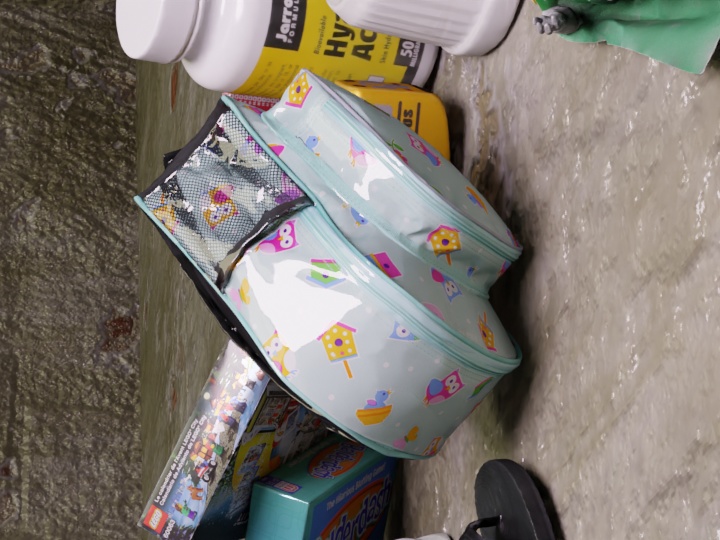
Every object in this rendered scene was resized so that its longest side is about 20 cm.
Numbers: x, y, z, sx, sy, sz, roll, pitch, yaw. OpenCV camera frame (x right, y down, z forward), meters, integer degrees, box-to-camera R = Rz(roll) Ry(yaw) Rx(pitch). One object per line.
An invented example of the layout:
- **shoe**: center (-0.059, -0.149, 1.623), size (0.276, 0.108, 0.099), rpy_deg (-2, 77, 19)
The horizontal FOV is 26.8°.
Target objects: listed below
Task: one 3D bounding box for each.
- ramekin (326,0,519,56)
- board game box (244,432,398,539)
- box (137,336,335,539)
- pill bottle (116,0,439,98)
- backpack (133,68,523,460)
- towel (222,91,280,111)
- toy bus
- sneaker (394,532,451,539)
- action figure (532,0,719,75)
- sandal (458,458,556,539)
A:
- **ramekin**: center (0.034, -0.231, 0.904), size (0.202, 0.094, 0.203), rpy_deg (-178, 90, -77)
- **board game box**: center (-0.036, 0.220, 1.043), size (0.152, 0.045, 0.201), rpy_deg (-24, -53, -62)
- **box**: center (-0.061, 0.109, 1.004), size (0.137, 0.038, 0.200), rpy_deg (-63, -18, 4)
- **pill bottle**: center (-0.055, -0.170, 1.006), size (0.111, 0.199, 0.112), rpy_deg (-7, 82, 59)
- **backpack**: center (0.000, 0.000, 0.831), size (0.153, 0.176, 0.200), rpy_deg (-40, 57, 14)
- **towel**: center (-0.040, -0.114, 1.104), size (0.022, 0.144, 0.201), rpy_deg (13, 101, 57)
- **toy bus**: center (0.016, -0.019, 0.982), size (0.065, 0.078, 0.201), rpy_deg (-136, 49, -73)
- **sneaker**: center (0.000, 0.240, 1.002), size (0.074, 0.088, 0.200), rpy_deg (-103, 19, -45)
- **action figure**: center (0.105, -0.144, 0.691), size (0.200, 0.054, 0.119), rpy_deg (-155, 65, -80)
- **sandal**: center (0.076, 0.177, 0.762), size (0.075, 0.048, 0.201), rpy_deg (104, 161, -44)
